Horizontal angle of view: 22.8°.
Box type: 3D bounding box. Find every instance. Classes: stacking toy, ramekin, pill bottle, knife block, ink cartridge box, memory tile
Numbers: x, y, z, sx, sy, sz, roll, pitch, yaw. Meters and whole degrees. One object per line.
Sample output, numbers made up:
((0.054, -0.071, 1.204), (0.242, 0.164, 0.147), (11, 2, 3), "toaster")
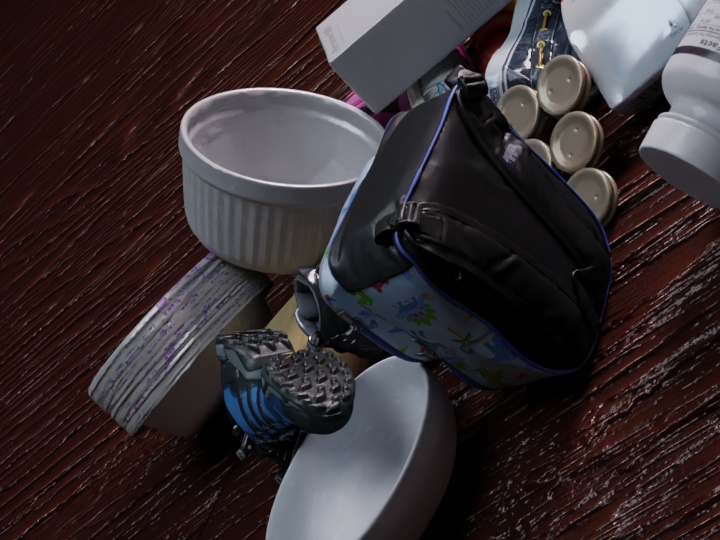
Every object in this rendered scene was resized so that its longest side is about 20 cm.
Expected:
((0.129, -0.244, 1.690), (0.085, 0.085, 0.201), (-39, 33, 31), "stacking toy")
((-0.073, -0.081, 1.675), (0.200, 0.199, 0.106), (-100, 15, -58), "ramekin")
((0.280, -0.147, 1.248), (0.201, 0.111, 0.111), (-57, 25, -5), "pill bottle")
((-0.033, 0.086, 1.573), (0.200, 0.064, 0.176), (-49, 26, 11), "knife block")
((0.222, -0.252, 1.437), (0.160, 0.047, 0.201), (-41, 67, 29), "ink cartridge box")
((0.125, -0.071, 1.471), (0.200, 0.017, 0.154), (-30, 61, 40), "memory tile")

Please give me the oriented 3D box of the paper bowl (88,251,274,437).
((-0.157, 0.078, 1.707), (0.201, 0.104, 0.201), (-48, -3, -3), "paper bowl")

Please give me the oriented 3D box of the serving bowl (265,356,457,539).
((0.011, 0.168, 1.380), (0.200, 0.066, 0.200), (-46, 22, 24), "serving bowl")

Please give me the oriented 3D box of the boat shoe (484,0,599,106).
((0.179, -0.197, 1.563), (0.090, 0.071, 0.201), (-5, 35, 25), "boat shoe")

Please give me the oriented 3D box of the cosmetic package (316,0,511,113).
((0.060, -0.246, 1.631), (0.200, 0.071, 0.102), (-40, 26, 10), "cosmetic package")

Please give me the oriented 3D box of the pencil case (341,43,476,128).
((0.018, -0.160, 1.759), (0.200, 0.093, 0.091), (-36, 52, 37), "pencil case")

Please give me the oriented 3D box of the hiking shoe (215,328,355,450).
((-0.057, 0.108, 1.455), (0.200, 0.074, 0.087), (-153, 58, -63), "hiking shoe")

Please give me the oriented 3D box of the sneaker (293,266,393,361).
((0.000, 0.000, 1.545), (0.201, 0.113, 0.076), (-89, 3, -47), "sneaker")

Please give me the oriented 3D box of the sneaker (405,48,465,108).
((0.099, -0.143, 1.607), (0.086, 0.077, 0.201), (-46, 36, 35), "sneaker")

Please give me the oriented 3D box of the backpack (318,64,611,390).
((0.081, -0.011, 1.329), (0.147, 0.200, 0.184), (-24, 35, 48), "backpack")
